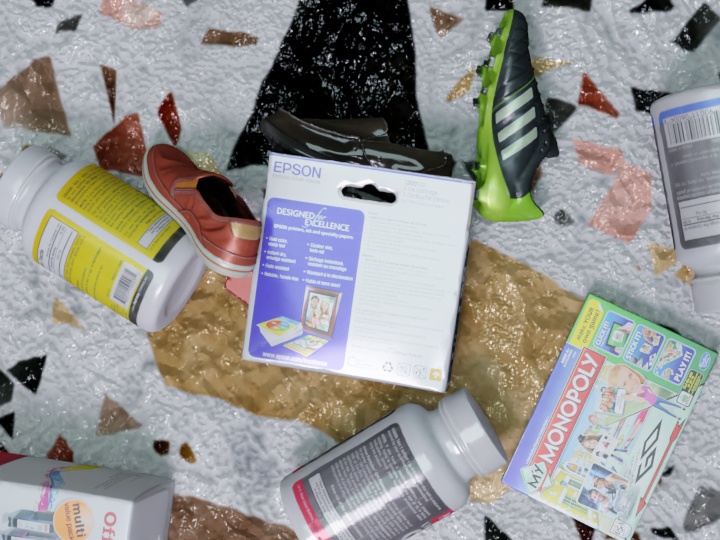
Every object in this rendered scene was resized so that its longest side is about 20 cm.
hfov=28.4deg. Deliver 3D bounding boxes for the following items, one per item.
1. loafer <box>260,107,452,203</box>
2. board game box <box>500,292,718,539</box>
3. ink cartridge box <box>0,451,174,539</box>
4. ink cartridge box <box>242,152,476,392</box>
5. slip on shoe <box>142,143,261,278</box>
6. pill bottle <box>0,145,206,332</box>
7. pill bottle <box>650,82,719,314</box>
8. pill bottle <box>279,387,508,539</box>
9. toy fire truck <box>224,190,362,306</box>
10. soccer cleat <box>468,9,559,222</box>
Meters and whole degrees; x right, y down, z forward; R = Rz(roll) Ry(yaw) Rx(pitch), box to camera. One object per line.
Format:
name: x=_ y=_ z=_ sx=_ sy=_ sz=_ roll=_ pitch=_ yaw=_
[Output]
loafer: x=0.001 y=-0.116 z=1.371 sx=0.199 sy=0.073 sz=0.072 roll=23 pitch=83 yaw=3
board game box: x=0.235 y=0.139 z=1.351 sx=0.134 sy=0.029 sz=0.201 roll=25 pitch=93 yaw=7
ink cartridge box: x=-0.297 y=0.266 z=1.370 sx=0.199 sy=0.145 sz=0.146 roll=7 pitch=90 yaw=7
ink cartridge box: x=0.000 y=0.000 z=1.328 sx=0.197 sy=0.043 sz=0.201 roll=9 pitch=99 yaw=6
slip on shoe: x=-0.148 y=-0.070 z=1.349 sx=0.200 sy=0.074 sz=0.061 roll=49 pitch=123 yaw=44
pill bottle: x=-0.253 y=-0.036 z=1.380 sx=0.199 sy=0.112 sz=0.113 roll=32 pitch=94 yaw=7
pill bottle: x=0.335 y=-0.066 z=1.293 sx=0.113 sy=0.114 sz=0.201 roll=-10 pitch=89 yaw=8
pill bottle: x=0.034 y=0.195 z=1.339 sx=0.199 sy=0.111 sz=0.111 roll=-32 pitch=86 yaw=7
toy fire truck: x=-0.016 y=-0.003 z=1.377 sx=0.199 sy=0.049 sz=0.142 roll=23 pitch=94 yaw=6
soccer cleat: x=0.149 y=-0.145 z=1.352 sx=0.081 sy=0.068 sz=0.201 roll=6 pitch=92 yaw=-9
